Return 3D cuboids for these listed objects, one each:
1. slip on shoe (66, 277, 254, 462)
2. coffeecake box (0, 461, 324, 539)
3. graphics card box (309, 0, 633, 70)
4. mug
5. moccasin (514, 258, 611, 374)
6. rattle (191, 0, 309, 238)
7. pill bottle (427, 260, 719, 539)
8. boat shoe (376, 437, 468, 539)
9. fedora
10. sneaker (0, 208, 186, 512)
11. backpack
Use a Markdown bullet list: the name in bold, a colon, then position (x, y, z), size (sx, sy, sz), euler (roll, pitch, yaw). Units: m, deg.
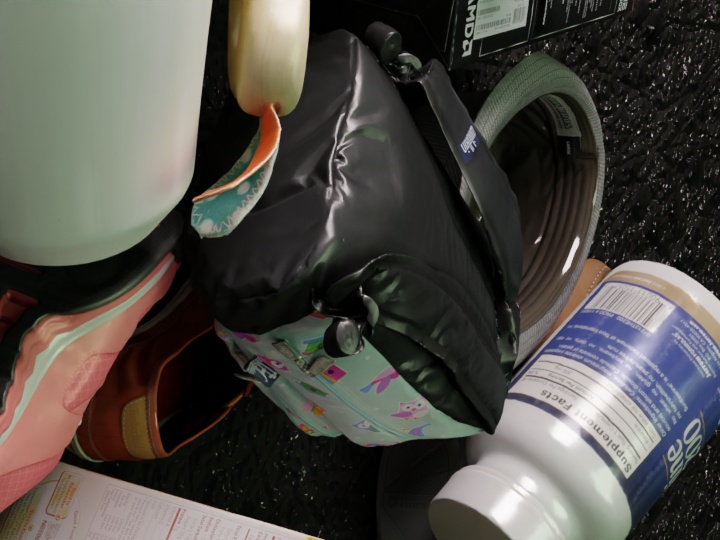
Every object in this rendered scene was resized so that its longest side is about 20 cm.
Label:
- **slip on shoe**: position (-0.071, 0.040, 1.134), size (0.200, 0.061, 0.075), euler (-37, 128, -48)
- **coffeecake box**: position (-0.058, 0.164, 1.062), size (0.153, 0.199, 0.074), euler (44, 64, -54)
- **graphics card box**: position (0.051, -0.159, 1.198), size (0.199, 0.125, 0.051), euler (-24, 127, -51)
- **mug**: position (-0.114, -0.094, 0.946), size (0.186, 0.149, 0.154), euler (-23, 129, -30)
- **moccasin**: position (0.135, 0.074, 1.423), size (0.202, 0.077, 0.074), euler (-68, 166, -46)
- **rattle**: position (-0.001, -0.102, 0.985), size (0.142, 0.130, 0.201), euler (14, 49, -22)
- **pill bottle**: position (0.132, 0.096, 1.304), size (0.200, 0.111, 0.111), euler (-45, 136, -27)
- **boat shoe**: position (0.039, 0.189, 1.345), size (0.065, 0.074, 0.204), euler (17, 77, -58)
- **fedora**: position (0.063, -0.037, 1.289), size (0.200, 0.090, 0.178), euler (-50, 139, -41)
- **sneaker**: position (-0.150, 0.044, 1.021), size (0.200, 0.073, 0.087), euler (-48, 151, -33)
- **backpack**: position (0.000, 0.000, 1.086), size (0.200, 0.126, 0.168), euler (50, 48, -47)
